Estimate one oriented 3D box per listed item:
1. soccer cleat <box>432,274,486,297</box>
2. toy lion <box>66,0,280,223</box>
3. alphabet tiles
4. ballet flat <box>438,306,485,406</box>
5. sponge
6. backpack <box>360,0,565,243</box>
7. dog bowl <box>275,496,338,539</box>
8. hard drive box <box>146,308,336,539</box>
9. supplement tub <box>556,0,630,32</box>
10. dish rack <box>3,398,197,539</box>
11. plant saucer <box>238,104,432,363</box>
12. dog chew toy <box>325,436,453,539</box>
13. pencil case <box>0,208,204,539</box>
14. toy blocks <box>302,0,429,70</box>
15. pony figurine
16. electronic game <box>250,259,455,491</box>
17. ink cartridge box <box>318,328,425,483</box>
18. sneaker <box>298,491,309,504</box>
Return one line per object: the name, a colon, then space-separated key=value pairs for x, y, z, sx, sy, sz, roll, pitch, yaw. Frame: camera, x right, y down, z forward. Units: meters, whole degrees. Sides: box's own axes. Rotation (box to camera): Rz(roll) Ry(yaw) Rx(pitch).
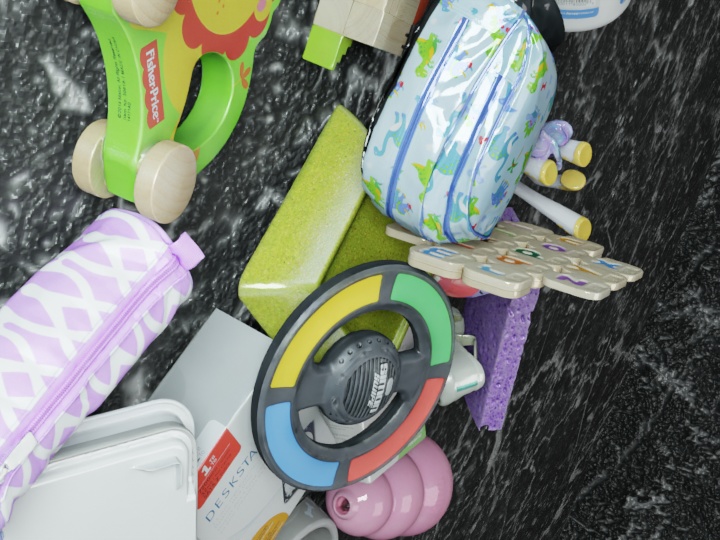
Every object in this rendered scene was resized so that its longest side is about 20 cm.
soccer cleat: x=0.094 y=-0.005 z=0.984 sx=0.200 sy=0.075 sz=0.068 roll=-149 pitch=-103 yaw=-81
toy lion: x=-0.099 y=-0.160 z=0.585 sx=0.192 sy=0.068 sz=0.203 roll=-50 pitch=152 yaw=-45
alphabet tiles: x=0.125 y=-0.013 z=0.798 sx=0.199 sy=0.193 sz=0.015 roll=-17 pitch=121 yaw=-55
ballet flat: x=0.086 y=0.074 z=1.011 sx=0.201 sy=0.068 sz=0.071 roll=-108 pitch=-150 yaw=-64
sponge: x=0.138 y=0.051 z=0.991 sx=0.029 sy=0.112 sz=0.203 roll=1 pitch=123 yaw=-13
backpack: x=0.079 y=-0.122 z=0.747 sx=0.200 sy=0.154 sz=0.163 roll=-47 pitch=168 yaw=6
dog bowl: x=-0.095 y=0.332 z=1.028 sx=0.200 sy=0.058 sz=0.202 roll=-45 pitch=149 yaw=-36
hard drive box: x=-0.111 y=0.155 z=0.816 sx=0.157 sy=0.076 sz=0.201 roll=-55 pitch=153 yaw=-20
supplement tub: x=0.207 y=-0.346 z=0.919 sx=0.132 sy=0.130 sz=0.202 roll=-47 pitch=150 yaw=-31
dish rack: x=-0.190 y=0.184 z=0.628 sx=0.197 sy=0.043 sz=0.175 roll=-12 pitch=116 yaw=-35
plant saucer: x=0.000 y=0.000 z=0.825 sx=0.202 sy=0.047 sz=0.201 roll=-63 pitch=141 yaw=-28
dog chew toy: x=0.028 y=0.254 z=1.122 sx=0.199 sy=0.123 sz=0.127 roll=3 pitch=110 yaw=-62
pencil case: x=-0.180 y=0.053 z=0.565 sx=0.084 sy=0.085 sz=0.201 roll=50 pitch=54 yaw=-25
toy blocks: x=0.031 y=-0.245 z=0.734 sx=0.203 sy=0.098 sz=0.136 roll=-71 pitch=166 yaw=12
pony figurine: x=0.117 y=-0.117 z=0.917 sx=0.168 sy=0.198 sz=0.193 roll=-58 pitch=140 yaw=-9
electronic game: x=-0.001 y=0.087 z=0.771 sx=0.198 sy=0.041 sz=0.203 roll=-20 pitch=124 yaw=-32
ink cartridge box: x=0.001 y=0.088 z=0.943 sx=0.117 sy=0.066 sz=0.204 roll=-25 pitch=113 yaw=-53
sneaker: x=-0.042 y=0.201 z=1.011 sx=0.200 sy=0.059 sz=0.105 roll=-51 pitch=147 yaw=-34
